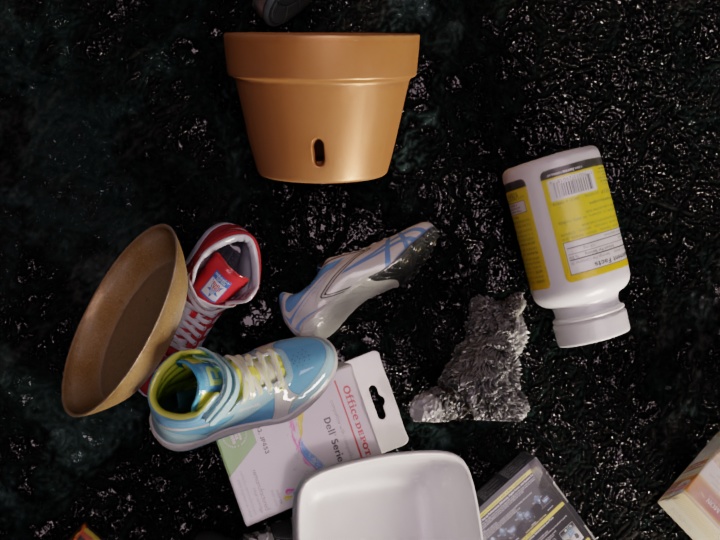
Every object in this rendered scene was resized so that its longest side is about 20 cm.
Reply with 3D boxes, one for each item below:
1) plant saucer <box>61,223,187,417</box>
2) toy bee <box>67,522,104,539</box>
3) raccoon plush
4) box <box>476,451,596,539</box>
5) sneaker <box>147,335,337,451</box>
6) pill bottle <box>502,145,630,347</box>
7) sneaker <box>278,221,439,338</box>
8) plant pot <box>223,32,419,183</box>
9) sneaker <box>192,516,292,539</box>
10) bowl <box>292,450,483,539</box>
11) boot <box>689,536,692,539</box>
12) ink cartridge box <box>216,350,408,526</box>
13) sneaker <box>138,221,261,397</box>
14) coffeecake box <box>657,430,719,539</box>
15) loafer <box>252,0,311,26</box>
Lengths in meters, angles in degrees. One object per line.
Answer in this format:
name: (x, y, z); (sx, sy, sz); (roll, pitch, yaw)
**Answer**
plant saucer: (-0.222, 0.053, 0.918); (0.035, 0.199, 0.203); (31, 82, -31)
toy bee: (-0.321, 0.346, 0.920); (0.129, 0.109, 0.203); (22, 84, -10)
raccoon plush: (0.123, 0.086, 0.984); (0.095, 0.199, 0.137); (1, 86, 23)
box: (0.159, 0.327, 1.038); (0.199, 0.049, 0.162); (-39, 97, -9)
sneaker: (-0.110, 0.104, 0.898); (0.197, 0.131, 0.080); (-24, 70, -12)
pill bottle: (0.230, -0.025, 1.034); (0.109, 0.111, 0.204); (-14, 90, -10)
sneaker: (0.000, 0.000, 1.017); (0.198, 0.072, 0.073); (-33, 63, -17)
plant pot: (-0.039, -0.169, 0.963); (0.196, 0.200, 0.143); (-2, 105, -10)
sneaker: (-0.076, 0.286, 0.988); (0.197, 0.074, 0.090); (21, 84, -19)
bowl: (0.022, 0.283, 0.938); (0.196, 0.074, 0.204); (-3, 84, -22)
boot: (0.440, 0.343, 1.076); (0.073, 0.075, 0.202); (-28, 91, -7)
ink cartridge box: (-0.048, 0.171, 0.997); (0.197, 0.067, 0.119); (-21, 90, -10)
sneaker: (-0.166, 0.042, 0.956); (0.071, 0.112, 0.202); (29, 83, -19)
coffeecake box: (0.456, 0.241, 1.049); (0.199, 0.073, 0.154); (-40, 78, -18)
loafer: (-0.056, -0.349, 1.028); (0.063, 0.072, 0.201); (36, 74, 13)
